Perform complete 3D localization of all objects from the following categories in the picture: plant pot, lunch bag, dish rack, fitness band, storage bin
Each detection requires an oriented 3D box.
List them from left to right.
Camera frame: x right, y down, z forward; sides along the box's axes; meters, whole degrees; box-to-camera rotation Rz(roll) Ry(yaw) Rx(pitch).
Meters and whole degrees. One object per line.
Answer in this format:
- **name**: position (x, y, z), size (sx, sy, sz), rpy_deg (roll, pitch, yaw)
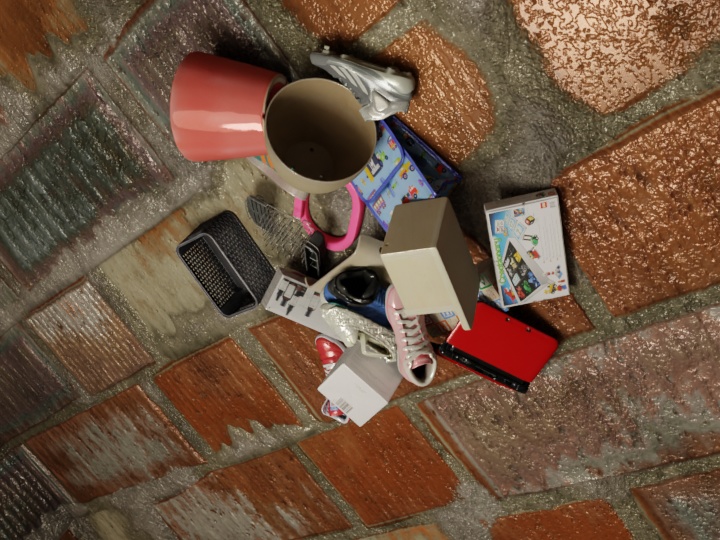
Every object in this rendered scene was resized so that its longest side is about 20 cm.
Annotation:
- **storage bin**: position (-0.291, -0.011, 1.976), size (0.134, 0.094, 0.201), rpy_deg (-20, 112, 41)
- **plant pot**: position (-0.228, -0.295, 1.656), size (0.174, 0.201, 0.203), rpy_deg (8, 128, 18)
- **dish rack**: position (-0.156, -0.072, 1.831), size (0.198, 0.055, 0.154), rpy_deg (30, 158, 11)
- **plant pot**: position (-0.082, -0.218, 1.601), size (0.199, 0.201, 0.135), rpy_deg (38, 154, 2)
- **fitness band**: position (-0.061, -0.126, 1.773), size (0.142, 0.038, 0.202), rpy_deg (26, 135, 14)
- **lunch bag**: position (0.061, -0.178, 1.631), size (0.201, 0.094, 0.151), rpy_deg (49, 136, 10)

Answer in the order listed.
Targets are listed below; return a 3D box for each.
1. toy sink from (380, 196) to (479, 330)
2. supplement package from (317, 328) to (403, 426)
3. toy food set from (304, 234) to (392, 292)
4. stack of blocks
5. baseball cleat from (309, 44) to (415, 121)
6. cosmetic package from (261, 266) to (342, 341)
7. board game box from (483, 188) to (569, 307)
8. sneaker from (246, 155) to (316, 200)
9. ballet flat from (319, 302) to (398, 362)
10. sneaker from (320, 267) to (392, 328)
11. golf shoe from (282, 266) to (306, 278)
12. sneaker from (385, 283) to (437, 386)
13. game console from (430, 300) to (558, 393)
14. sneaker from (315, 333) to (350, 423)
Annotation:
- **toy sink**: position (0.122, -0.003, 1.564), size (0.110, 0.132, 0.202), rpy_deg (-7, 131, 25)
- **supplement package**: position (0.025, 0.192, 1.845), size (0.121, 0.201, 0.120), rpy_deg (40, 136, -2)
- **toy food set**: position (0.000, 0.000, 1.791), size (0.142, 0.061, 0.199), rpy_deg (20, 143, -30)
- **stack of blocks**: position (0.187, 0.043, 1.722), size (0.198, 0.059, 0.116), rpy_deg (-24, 108, 43)
- **baseball cleat**: position (-0.006, -0.316, 1.548), size (0.197, 0.070, 0.108), rpy_deg (20, 107, 20)
- **cosmetic package**: position (-0.098, 0.073, 1.859), size (0.198, 0.051, 0.083), rpy_deg (24, 103, -24)
- **board game box**: position (0.292, -0.036, 1.571), size (0.124, 0.035, 0.203), rpy_deg (-11, 121, 6)
- **sneaker**: position (-0.151, -0.216, 1.732), size (0.199, 0.071, 0.081), rpy_deg (40, 104, 32)
- **ballet flat**: position (0.005, 0.125, 1.737), size (0.198, 0.073, 0.071), rpy_deg (26, 143, -29)
- **sneaker**: position (0.029, 0.052, 1.742), size (0.197, 0.078, 0.111), rpy_deg (17, 155, -15)
- **golf shoe**: position (-0.101, 0.058, 1.931), size (0.200, 0.075, 0.092), rpy_deg (44, -179, -26)
- **sneaker**: position (0.101, 0.124, 1.701), size (0.105, 0.074, 0.204), rpy_deg (-138, 37, -69)
- **game console**: position (0.248, 0.143, 1.737), size (0.198, 0.120, 0.172), rpy_deg (26, 175, -14)
- **sneaker**: position (-0.058, 0.246, 2.006), size (0.070, 0.113, 0.202), rpy_deg (-14, 115, 39)
